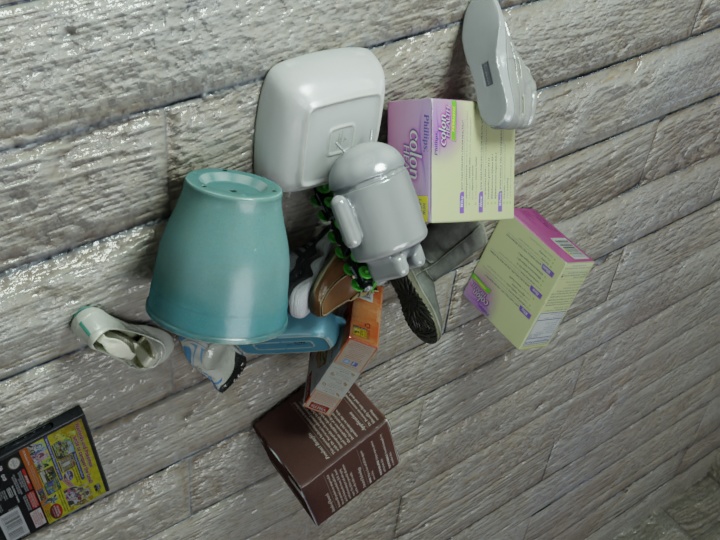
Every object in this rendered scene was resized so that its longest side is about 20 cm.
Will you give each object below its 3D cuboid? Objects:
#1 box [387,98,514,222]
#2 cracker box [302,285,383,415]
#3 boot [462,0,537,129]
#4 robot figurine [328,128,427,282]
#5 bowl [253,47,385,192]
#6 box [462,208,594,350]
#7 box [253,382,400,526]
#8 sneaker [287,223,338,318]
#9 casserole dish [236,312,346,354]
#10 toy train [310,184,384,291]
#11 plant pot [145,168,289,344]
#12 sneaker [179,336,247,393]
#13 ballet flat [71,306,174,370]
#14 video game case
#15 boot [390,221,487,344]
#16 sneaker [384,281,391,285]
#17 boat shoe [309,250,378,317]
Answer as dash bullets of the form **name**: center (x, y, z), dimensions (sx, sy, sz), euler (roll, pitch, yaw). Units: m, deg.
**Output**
- **box**: center (0.141, -0.167, 1.514), dimensions (0.197, 0.096, 0.180), euler (-6, 98, -44)
- **cracker box**: center (-0.030, 0.126, 1.629), dimensions (0.057, 0.136, 0.201), euler (19, 133, -14)
- **boot**: center (0.212, -0.309, 1.479), dimensions (0.095, 0.073, 0.205), euler (-3, 85, -48)
- **robot figurine**: center (0.023, -0.089, 1.364), dimensions (0.169, 0.111, 0.204), euler (-28, 101, -50)
- **bowl**: center (-0.047, -0.202, 1.385), dimensions (0.197, 0.075, 0.203), euler (-19, 135, -34)
- **box**: center (0.317, 0.015, 1.879), dimensions (0.095, 0.176, 0.203), euler (-2, 126, -43)
- **box**: center (-0.059, 0.315, 1.798), dimensions (0.198, 0.166, 0.166), euler (-34, 144, -14)
- **sneaker**: center (-0.102, -0.016, 1.510), dimensions (0.201, 0.112, 0.077), euler (-62, 163, -46)
- **casserole dish**: center (-0.119, 0.099, 1.535), dimensions (0.195, 0.040, 0.121), euler (-4, 160, 8)
- **toy train**: center (-0.016, -0.052, 1.454), dimensions (0.055, 0.202, 0.042), euler (-6, 145, -34)
- **plant pot**: center (-0.183, -0.030, 1.329), dimensions (0.197, 0.199, 0.192), euler (-7, 115, -41)
- **sneaker**: center (-0.230, 0.135, 1.544), dimensions (0.072, 0.072, 0.201), euler (-49, 160, -14)
- **ballet flat**: center (-0.329, 0.110, 1.407), dimensions (0.070, 0.069, 0.199), euler (-49, 145, 6)
- **video game case**: center (-0.482, 0.314, 1.487), dimensions (0.179, 0.025, 0.203), euler (-27, 140, -24)
- **boot**: center (0.141, -0.003, 1.650), dimensions (0.199, 0.072, 0.185), euler (-36, 111, -39)
- **sneaker**: center (0.044, -0.003, 1.663), dimensions (0.198, 0.087, 0.076), euler (-30, 144, -19)
- **boat shoe**: center (0.000, 0.000, 1.483), dimensions (0.200, 0.073, 0.077), euler (-46, 151, -36)
